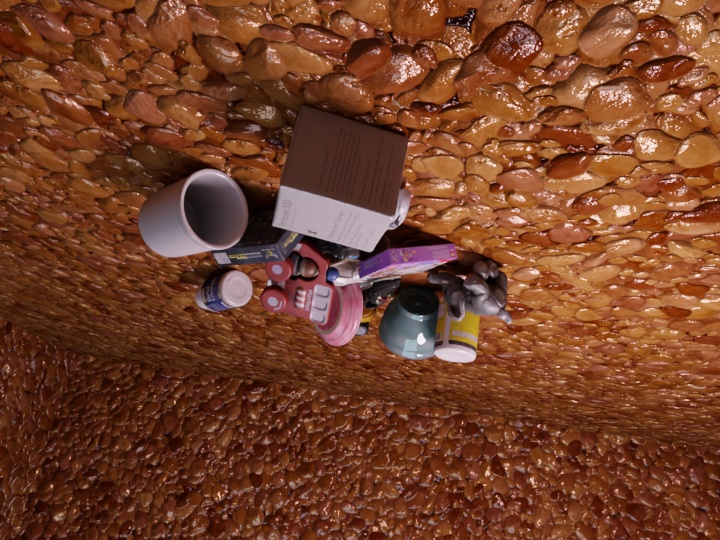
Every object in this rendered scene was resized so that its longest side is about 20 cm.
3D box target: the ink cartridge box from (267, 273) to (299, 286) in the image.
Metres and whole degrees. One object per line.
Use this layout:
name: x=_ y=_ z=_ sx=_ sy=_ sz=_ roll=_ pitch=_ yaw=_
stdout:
ink cartridge box: x=-0.173 y=0.006 z=1.595 sx=0.127 sy=0.127 sz=0.200 roll=13 pitch=158 yaw=-7

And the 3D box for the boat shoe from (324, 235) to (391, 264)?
boat shoe: x=0.003 y=-0.052 z=1.470 sx=0.199 sy=0.073 sz=0.072 roll=-13 pitch=173 yaw=40

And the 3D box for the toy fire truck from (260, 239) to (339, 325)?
toy fire truck: x=-0.137 y=0.023 z=1.423 sx=0.166 sy=0.112 sz=0.202 roll=15 pitch=116 yaw=4

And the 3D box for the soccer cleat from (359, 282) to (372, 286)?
soccer cleat: x=-0.038 y=0.040 z=1.702 sx=0.085 sy=0.069 sz=0.199 roll=26 pitch=149 yaw=-26

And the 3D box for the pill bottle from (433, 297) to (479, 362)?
pill bottle: x=0.262 y=0.135 z=1.612 sx=0.113 sy=0.202 sz=0.115 roll=9 pitch=158 yaw=4

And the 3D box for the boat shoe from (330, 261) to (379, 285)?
boat shoe: x=0.000 y=0.000 z=1.542 sx=0.198 sy=0.073 sz=0.066 roll=5 pitch=160 yaw=-23

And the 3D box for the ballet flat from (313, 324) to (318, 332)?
ballet flat: x=-0.079 y=0.135 z=1.700 sx=0.074 sy=0.075 sz=0.200 roll=20 pitch=132 yaw=-24

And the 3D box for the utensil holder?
utensil holder: x=-0.375 y=-0.118 z=1.330 sx=0.199 sy=0.172 sz=0.169 roll=-9 pitch=151 yaw=42

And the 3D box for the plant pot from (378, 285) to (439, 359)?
plant pot: x=0.156 y=0.131 z=1.703 sx=0.198 sy=0.201 sz=0.135 roll=9 pitch=132 yaw=3

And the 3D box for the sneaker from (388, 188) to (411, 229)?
sneaker: x=0.017 y=-0.129 z=1.246 sx=0.114 sy=0.076 sz=0.200 roll=17 pitch=161 yaw=-23

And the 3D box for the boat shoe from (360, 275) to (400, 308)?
boat shoe: x=0.056 y=0.055 z=1.536 sx=0.073 sy=0.064 sz=0.201 roll=-5 pitch=168 yaw=-21

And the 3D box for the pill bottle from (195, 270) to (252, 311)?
pill bottle: x=-0.437 y=0.069 z=1.890 sx=0.111 sy=0.112 sz=0.199 roll=27 pitch=152 yaw=-36

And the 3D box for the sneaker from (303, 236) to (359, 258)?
sneaker: x=-0.070 y=-0.079 z=1.429 sx=0.073 sy=0.083 sz=0.199 roll=-3 pitch=-170 yaw=-43

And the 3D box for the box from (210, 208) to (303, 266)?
box: x=-0.221 y=-0.080 z=1.366 sx=0.198 sy=0.158 sz=0.051 roll=-4 pitch=127 yaw=31

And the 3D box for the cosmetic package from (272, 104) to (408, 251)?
cosmetic package: x=-0.040 y=-0.158 z=1.081 sx=0.198 sy=0.168 sz=0.167 roll=15 pitch=158 yaw=-8

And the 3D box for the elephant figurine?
elephant figurine: x=0.267 y=0.063 z=1.509 sx=0.141 sy=0.156 sz=0.199 roll=32 pitch=142 yaw=-23

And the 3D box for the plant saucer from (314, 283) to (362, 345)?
plant saucer: x=-0.071 y=0.099 z=1.612 sx=0.050 sy=0.203 sz=0.200 roll=10 pitch=163 yaw=-37

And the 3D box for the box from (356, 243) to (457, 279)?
box: x=0.109 y=-0.022 z=1.414 sx=0.198 sy=0.040 sz=0.136 roll=-6 pitch=169 yaw=-34

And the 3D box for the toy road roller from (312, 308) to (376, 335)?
toy road roller: x=-0.049 y=0.097 z=1.782 sx=0.198 sy=0.124 sz=0.147 roll=8 pitch=144 yaw=4
